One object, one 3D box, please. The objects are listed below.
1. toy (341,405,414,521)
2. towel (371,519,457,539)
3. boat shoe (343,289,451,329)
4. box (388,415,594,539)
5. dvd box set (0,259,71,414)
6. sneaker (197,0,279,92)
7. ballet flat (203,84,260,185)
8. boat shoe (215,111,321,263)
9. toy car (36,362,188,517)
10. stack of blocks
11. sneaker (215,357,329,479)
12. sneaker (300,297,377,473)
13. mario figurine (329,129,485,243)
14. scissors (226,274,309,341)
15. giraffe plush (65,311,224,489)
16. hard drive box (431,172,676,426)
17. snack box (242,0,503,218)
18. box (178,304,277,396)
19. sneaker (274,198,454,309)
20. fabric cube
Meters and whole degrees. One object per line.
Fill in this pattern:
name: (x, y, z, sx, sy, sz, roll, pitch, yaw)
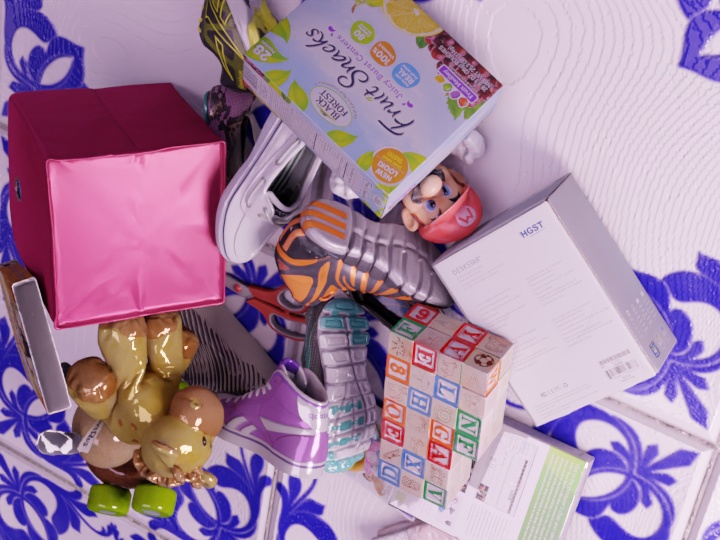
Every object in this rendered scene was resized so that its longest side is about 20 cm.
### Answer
toy: (-0.009, 0.206, 1.499, 0.199, 0.047, 0.116, 30, 121, 19)
towel: (0.125, 0.378, 1.497, 0.190, 0.032, 0.202, -21, 99, 37)
boat shoe: (0.011, 0.010, 1.396, 0.199, 0.057, 0.069, 35, 125, 15)
box: (0.141, 0.231, 1.396, 0.198, 0.036, 0.146, 24, 103, 24)
dvd box set: (-0.368, 0.069, 1.426, 0.200, 0.029, 0.148, -162, 57, -68)
sneaker: (-0.145, -0.279, 1.357, 0.084, 0.074, 0.202, -15, 102, 28)
ballet flat: (-0.141, -0.110, 1.445, 0.070, 0.069, 0.203, 7, 115, 9)
boat shoe: (-0.093, -0.079, 1.315, 0.067, 0.073, 0.202, 51, 130, 38)
toy car: (-0.316, 0.197, 1.564, 0.156, 0.200, 0.166, -7, 64, 34)
stack of blocks: (0.085, 0.148, 1.320, 0.114, 0.059, 0.202, 22, 129, 24)
sneaker: (-0.101, 0.145, 1.431, 0.199, 0.072, 0.116, 18, 105, 43)
sneaker: (-0.031, 0.127, 1.454, 0.091, 0.077, 0.203, -164, 74, -64)
mario figurine: (0.045, -0.112, 1.294, 0.200, 0.106, 0.124, 44, 125, 11)
scissors: (-0.137, 0.032, 1.528, 0.198, 0.014, 0.074, 15, 119, 25)
giraffe plush: (-0.222, 0.160, 1.413, 0.162, 0.172, 0.202, 34, 110, 33)
hard drive box: (0.192, 0.032, 1.270, 0.155, 0.077, 0.201, -29, 97, 37)
snack box: (0.010, -0.182, 1.245, 0.200, 0.168, 0.068, 45, 163, 10)
box: (-0.189, 0.088, 1.551, 0.200, 0.068, 0.082, 47, 126, 6)
sneaker: (0.000, 0.000, 1.336, 0.198, 0.078, 0.112, 27, 138, -20)
fabric cube: (-0.270, -0.077, 1.405, 0.199, 0.198, 0.199, -133, 42, -53)
